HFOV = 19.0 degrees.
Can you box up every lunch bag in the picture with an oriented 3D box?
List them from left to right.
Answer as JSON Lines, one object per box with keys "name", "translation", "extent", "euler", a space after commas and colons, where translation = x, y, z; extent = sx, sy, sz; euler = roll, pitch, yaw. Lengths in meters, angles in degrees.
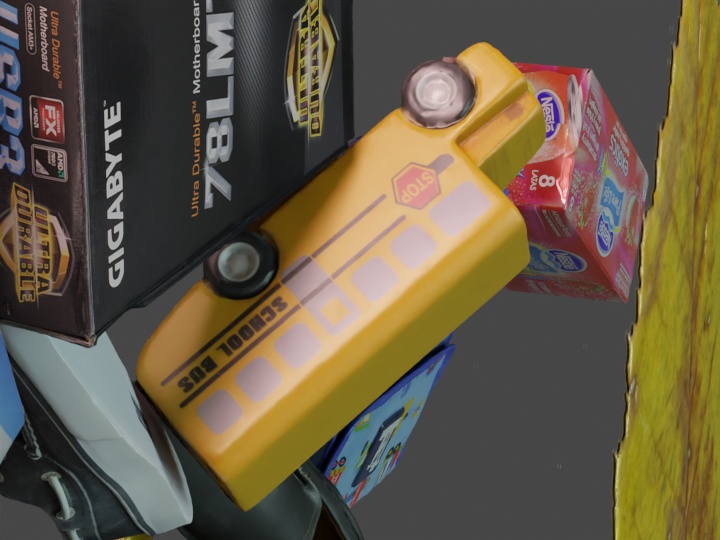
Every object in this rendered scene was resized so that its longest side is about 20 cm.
{"name": "lunch bag", "translation": [-0.009, 0.053, 1.115], "extent": [0.151, 0.094, 0.201], "euler": [-40, 146, -60]}

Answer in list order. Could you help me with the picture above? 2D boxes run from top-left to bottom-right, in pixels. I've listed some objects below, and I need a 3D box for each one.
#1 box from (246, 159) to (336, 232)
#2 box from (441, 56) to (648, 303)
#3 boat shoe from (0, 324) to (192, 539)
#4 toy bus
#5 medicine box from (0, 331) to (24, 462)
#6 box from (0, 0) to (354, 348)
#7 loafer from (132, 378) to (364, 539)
{"name": "box", "translation": [-0.061, -0.102, 0.834], "extent": [0.163, 0.021, 0.201], "euler": [-18, 119, -47]}
{"name": "box", "translation": [0.113, -0.054, 1.367], "extent": [0.200, 0.099, 0.096], "euler": [45, 53, -65]}
{"name": "boat shoe", "translation": [-0.119, 0.057, 0.812], "extent": [0.200, 0.067, 0.072], "euler": [70, -2, -64]}
{"name": "toy bus", "translation": [0.000, 0.000, 0.874], "extent": [0.200, 0.078, 0.065], "euler": [-41, 158, -9]}
{"name": "medicine box", "translation": [-0.188, -0.021, 0.412], "extent": [0.103, 0.199, 0.183], "euler": [-60, 149, -48]}
{"name": "box", "translation": [-0.062, -0.105, 0.732], "extent": [0.198, 0.049, 0.201], "euler": [-43, 139, -57]}
{"name": "loafer", "translation": [-0.045, 0.106, 0.973], "extent": [0.073, 0.072, 0.200], "euler": [-45, 142, 2]}
